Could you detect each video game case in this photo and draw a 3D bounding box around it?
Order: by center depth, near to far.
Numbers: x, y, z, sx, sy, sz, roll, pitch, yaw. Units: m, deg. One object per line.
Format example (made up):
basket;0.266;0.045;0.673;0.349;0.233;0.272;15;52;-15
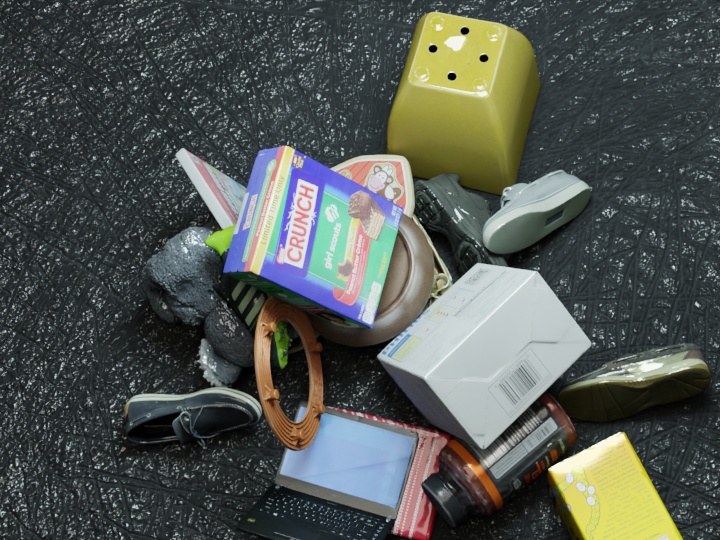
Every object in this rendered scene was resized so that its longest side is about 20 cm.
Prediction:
video game case;-0.171;-0.084;1.782;0.017;0.200;0.144;-38;67;9

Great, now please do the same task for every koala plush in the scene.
koala plush;-0.187;0.048;1.756;0.176;0.184;0.201;-32;80;-5

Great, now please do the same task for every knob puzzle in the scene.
knob puzzle;-0.008;-0.087;1.805;0.217;0.030;0.223;-15;57;23

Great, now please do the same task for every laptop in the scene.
laptop;-0.038;0.269;1.649;0.175;0.200;0.105;13;109;15

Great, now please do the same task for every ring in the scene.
ring;-0.084;0.128;1.649;0.019;0.200;0.203;-10;66;21

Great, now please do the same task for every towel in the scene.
towel;0.016;0.267;1.708;0.197;0.023;0.147;12;72;14

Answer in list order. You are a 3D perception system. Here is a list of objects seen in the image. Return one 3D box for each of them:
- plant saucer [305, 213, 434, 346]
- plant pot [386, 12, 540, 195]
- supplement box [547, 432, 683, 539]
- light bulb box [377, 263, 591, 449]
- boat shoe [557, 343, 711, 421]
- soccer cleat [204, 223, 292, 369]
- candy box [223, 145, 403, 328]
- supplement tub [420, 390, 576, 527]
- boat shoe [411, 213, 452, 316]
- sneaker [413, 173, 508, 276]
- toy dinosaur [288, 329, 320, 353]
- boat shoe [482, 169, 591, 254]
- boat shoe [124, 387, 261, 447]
plant saucer;0.000;0.000;1.731;0.197;0.032;0.203;-4;73;11
plant pot;0.140;-0.251;1.808;0.191;0.200;0.198;12;70;12
supplement box;0.323;0.323;1.596;0.108;0.109;0.202;-25;66;-3
light bulb box;0.152;0.103;1.645;0.198;0.200;0.125;-41;103;-10
boat shoe;0.356;0.143;1.693;0.198;0.072;0.066;-15;36;15
soccer cleat;-0.144;0.036;1.678;0.080;0.068;0.203;-11;107;15
candy box;-0.057;-0.039;1.634;0.077;0.198;0.171;-7;63;54
supplement tub;0.173;0.238;1.650;0.199;0.107;0.107;-38;68;-10
boat shoe;0.082;0.004;1.784;0.072;0.063;0.202;-24;67;-3
sneaker;0.158;-0.057;1.795;0.090;0.076;0.201;-28;78;-34
toy dinosaur;-0.030;0.050;1.796;0.100;0.058;0.202;12;65;29
boat shoe;0.230;-0.085;1.778;0.199;0.071;0.071;-25;51;-33
boat shoe;-0.228;0.202;1.734;0.197;0.075;0.063;-4;43;13
